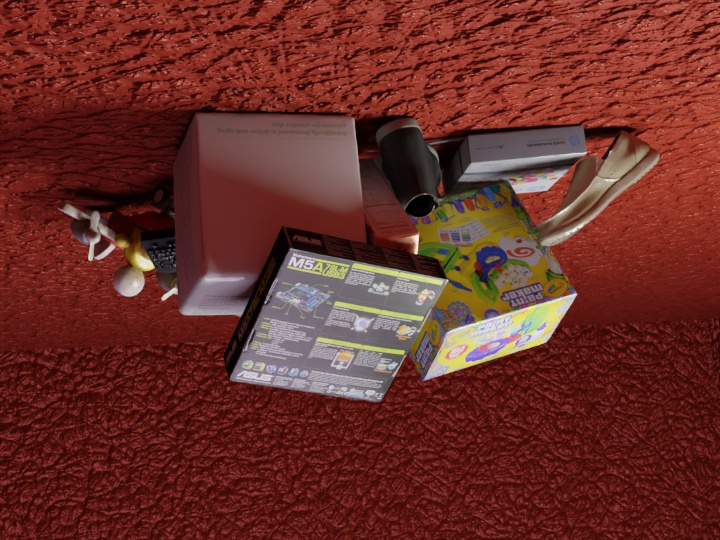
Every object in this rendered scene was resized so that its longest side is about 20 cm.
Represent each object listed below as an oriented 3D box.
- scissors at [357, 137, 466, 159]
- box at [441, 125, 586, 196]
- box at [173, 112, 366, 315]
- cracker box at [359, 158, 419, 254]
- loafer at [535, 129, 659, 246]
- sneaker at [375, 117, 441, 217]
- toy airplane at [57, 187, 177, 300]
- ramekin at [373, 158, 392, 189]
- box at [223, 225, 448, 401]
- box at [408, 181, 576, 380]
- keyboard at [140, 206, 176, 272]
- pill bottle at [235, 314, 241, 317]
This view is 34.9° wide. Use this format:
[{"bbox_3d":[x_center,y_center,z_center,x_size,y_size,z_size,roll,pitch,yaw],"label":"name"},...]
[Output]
[{"bbox_3d":[0.036,-0.155,1.478,0.197,0.014,0.073,-6,163,-10],"label":"scissors"},{"bbox_3d":[0.200,-0.142,1.538,0.154,0.042,0.200,-5,172,-7],"label":"box"},{"bbox_3d":[-0.111,-0.063,1.350,0.197,0.202,0.171,-1,166,-18],"label":"box"},{"bbox_3d":[0.014,-0.033,1.395,0.057,0.135,0.201,-6,-147,-14],"label":"cracker box"},{"bbox_3d":[0.296,-0.108,1.484,0.199,0.068,0.076,-39,175,-13],"label":"loafer"},{"bbox_3d":[0.067,-0.104,1.432,0.074,0.107,0.200,-18,163,10],"label":"sneaker"},{"bbox_3d":[-0.329,-0.030,1.642,0.198,0.143,0.199,13,159,-1],"label":"toy airplane"},{"bbox_3d":[0.019,-0.087,1.615,0.198,0.099,0.201,-5,171,-1],"label":"ramekin"},{"bbox_3d":[-0.030,0.055,1.281,0.198,0.048,0.194,10,122,-25],"label":"box"},{"bbox_3d":[0.140,0.011,1.505,0.198,0.194,0.122,-14,149,-24],"label":"box"},{"bbox_3d":[-0.196,-0.047,1.520,0.198,0.021,0.128,-7,134,11],"label":"keyboard"},{"bbox_3d":[-0.126,0.011,1.480,0.198,0.112,0.111,21,164,-14],"label":"pill bottle"}]
